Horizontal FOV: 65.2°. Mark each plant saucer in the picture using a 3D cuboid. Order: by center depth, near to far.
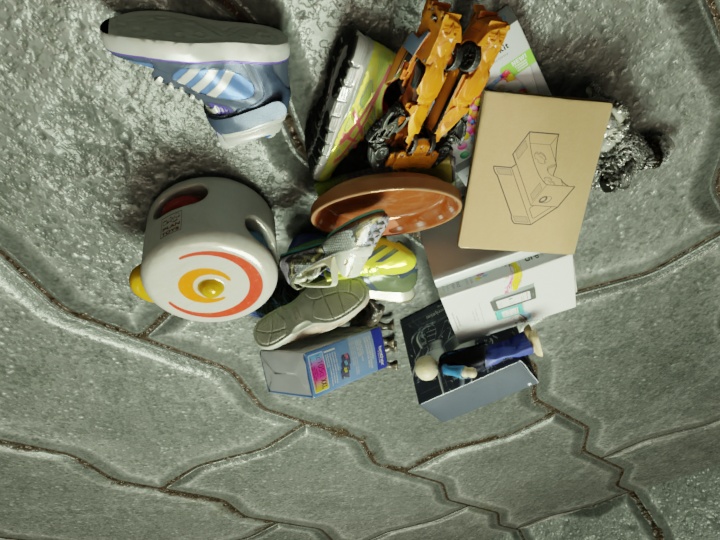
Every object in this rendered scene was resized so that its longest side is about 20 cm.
[{"bbox_3d":[0.033,-0.085,0.738,0.197,0.033,0.200,-4,167,-1],"label":"plant saucer"}]

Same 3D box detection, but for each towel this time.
[{"bbox_3d":[0.040,-0.105,0.799,0.196,0.023,0.144,-9,157,2],"label":"towel"}]

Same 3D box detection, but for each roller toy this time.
[{"bbox_3d":[-0.208,-0.022,0.781,0.197,0.141,0.183,10,136,-22],"label":"roller toy"}]

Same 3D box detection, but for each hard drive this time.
[{"bbox_3d":[0.189,-0.062,0.832,0.197,0.133,0.027,-19,141,9],"label":"hard drive"}]

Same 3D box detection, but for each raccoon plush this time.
[{"bbox_3d":[0.361,-0.200,0.773,0.198,0.097,0.135,-30,138,-26],"label":"raccoon plush"}]

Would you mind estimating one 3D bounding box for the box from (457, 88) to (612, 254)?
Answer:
[{"bbox_3d":[0.218,-0.120,0.721,0.160,0.021,0.203,4,115,-3],"label":"box"}]

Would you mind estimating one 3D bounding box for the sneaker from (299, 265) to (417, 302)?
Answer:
[{"bbox_3d":[0.000,0.000,0.922,0.197,0.068,0.091,1,126,-10],"label":"sneaker"}]

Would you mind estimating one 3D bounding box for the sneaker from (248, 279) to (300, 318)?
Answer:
[{"bbox_3d":[-0.117,0.072,0.966,0.197,0.076,0.079,12,138,-23],"label":"sneaker"}]

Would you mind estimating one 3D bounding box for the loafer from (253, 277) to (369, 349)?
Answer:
[{"bbox_3d":[-0.072,0.069,0.885,0.198,0.073,0.063,-25,157,10],"label":"loafer"}]

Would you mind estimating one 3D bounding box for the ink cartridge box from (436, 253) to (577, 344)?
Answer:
[{"bbox_3d":[0.219,-0.006,0.893,0.197,0.148,0.147,-20,140,10],"label":"ink cartridge box"}]

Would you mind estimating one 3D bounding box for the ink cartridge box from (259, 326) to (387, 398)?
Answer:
[{"bbox_3d":[-0.049,0.145,0.957,0.198,0.078,0.135,-16,-174,-41],"label":"ink cartridge box"}]

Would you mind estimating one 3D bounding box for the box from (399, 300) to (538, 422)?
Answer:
[{"bbox_3d":[0.194,0.147,1.037,0.198,0.184,0.104,-29,138,19],"label":"box"}]

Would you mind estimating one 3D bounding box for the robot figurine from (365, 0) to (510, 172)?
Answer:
[{"bbox_3d":[0.078,-0.195,0.635,0.143,0.059,0.201,-8,143,-34],"label":"robot figurine"}]

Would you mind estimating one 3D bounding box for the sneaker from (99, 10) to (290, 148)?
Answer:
[{"bbox_3d":[-0.176,-0.197,0.630,0.197,0.081,0.148,-3,136,-18],"label":"sneaker"}]

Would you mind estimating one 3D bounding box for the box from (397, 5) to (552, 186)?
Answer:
[{"bbox_3d":[0.164,-0.209,0.729,0.155,0.042,0.200,-29,136,19],"label":"box"}]

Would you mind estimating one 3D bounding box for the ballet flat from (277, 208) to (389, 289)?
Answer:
[{"bbox_3d":[-0.031,-0.017,0.752,0.199,0.073,0.072,-22,142,40],"label":"ballet flat"}]

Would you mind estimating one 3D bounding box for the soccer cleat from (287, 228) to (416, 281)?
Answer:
[{"bbox_3d":[-0.016,-0.010,0.843,0.197,0.085,0.065,7,141,12],"label":"soccer cleat"}]

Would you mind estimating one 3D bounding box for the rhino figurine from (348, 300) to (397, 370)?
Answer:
[{"bbox_3d":[0.021,0.121,1.062,0.086,0.060,0.202,-2,137,8],"label":"rhino figurine"}]

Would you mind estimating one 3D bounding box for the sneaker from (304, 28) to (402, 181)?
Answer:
[{"bbox_3d":[-0.008,-0.185,0.690,0.089,0.079,0.201,3,140,-27],"label":"sneaker"}]

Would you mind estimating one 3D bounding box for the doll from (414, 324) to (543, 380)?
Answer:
[{"bbox_3d":[0.183,0.138,0.901,0.197,0.049,0.136,-17,-176,7],"label":"doll"}]
